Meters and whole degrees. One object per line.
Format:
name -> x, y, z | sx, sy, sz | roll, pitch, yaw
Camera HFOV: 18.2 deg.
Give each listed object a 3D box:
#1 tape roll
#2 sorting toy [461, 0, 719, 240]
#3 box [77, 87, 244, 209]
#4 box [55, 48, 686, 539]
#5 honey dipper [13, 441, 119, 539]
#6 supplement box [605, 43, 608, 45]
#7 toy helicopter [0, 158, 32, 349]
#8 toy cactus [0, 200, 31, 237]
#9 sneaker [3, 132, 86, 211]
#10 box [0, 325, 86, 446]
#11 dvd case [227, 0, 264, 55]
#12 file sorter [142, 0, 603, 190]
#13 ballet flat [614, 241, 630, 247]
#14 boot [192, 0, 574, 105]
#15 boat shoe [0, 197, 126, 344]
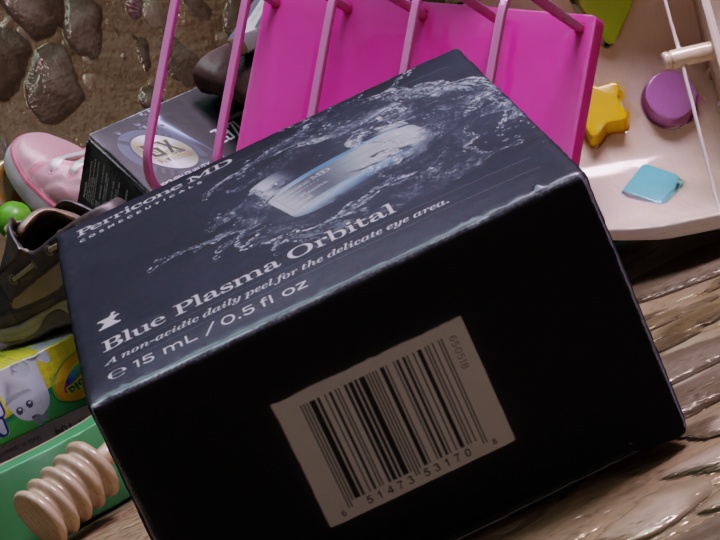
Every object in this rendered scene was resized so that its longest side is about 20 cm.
tape roll -> -0.198, 0.123, 1.306 | 0.200, 0.048, 0.200 | -24, 6, 3
sorting toy -> 0.124, -0.092, 1.226 | 0.180, 0.200, 0.107 | -13, -16, 3
box -> -0.096, -0.017, 1.428 | 0.164, 0.086, 0.200 | -28, -32, -35
box -> -0.006, 0.023, 0.889 | 0.196, 0.118, 0.200 | -25, 21, -2
honey dipper -> -0.110, 0.072, 1.231 | 0.200, 0.038, 0.038 | -45, 17, -32
supplement box -> 0.201, -0.150, 1.349 | 0.110, 0.200, 0.086 | -19, 9, 41
toy helicopter -> -0.232, 0.015, 1.628 | 0.132, 0.200, 0.079 | -20, -7, -24
toy cactus -> -0.205, 0.051, 1.540 | 0.165, 0.200, 0.102 | 13, -48, -39
sneaker -> -0.161, -0.059, 1.586 | 0.075, 0.200, 0.105 | -21, -34, -53
box -> -0.240, 0.088, 1.329 | 0.200, 0.048, 0.117 | -24, 6, -18
dvd case -> 0.023, -0.193, 1.359 | 0.200, 0.016, 0.149 | -20, 19, 18
file sorter -> 0.003, -0.086, 1.172 | 0.200, 0.139, 0.125 | 8, -5, 26
ballet flat -> 0.082, -0.013, 1.265 | 0.069, 0.071, 0.200 | -19, 8, 46
boot -> 0.017, -0.137, 1.341 | 0.200, 0.072, 0.166 | -30, 35, -24
boat shoe -> -0.172, -0.006, 1.327 | 0.074, 0.073, 0.200 | -26, 8, -36
